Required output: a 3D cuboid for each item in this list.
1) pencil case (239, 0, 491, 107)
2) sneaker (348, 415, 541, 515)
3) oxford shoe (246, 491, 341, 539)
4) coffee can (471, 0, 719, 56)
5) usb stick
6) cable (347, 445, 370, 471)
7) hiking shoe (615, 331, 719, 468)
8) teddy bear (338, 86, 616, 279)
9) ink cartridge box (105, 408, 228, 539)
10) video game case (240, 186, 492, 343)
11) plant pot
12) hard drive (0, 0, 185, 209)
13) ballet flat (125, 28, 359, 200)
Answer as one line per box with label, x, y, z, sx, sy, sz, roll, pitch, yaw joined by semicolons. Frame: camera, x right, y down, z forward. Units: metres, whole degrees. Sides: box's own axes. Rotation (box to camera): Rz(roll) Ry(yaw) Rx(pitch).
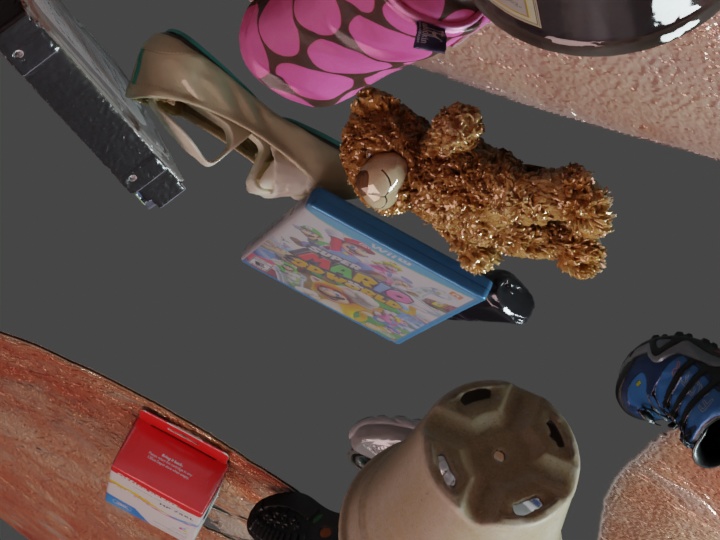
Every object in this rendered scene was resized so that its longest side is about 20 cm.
pencil case;0.006;-0.150;1.285;0.094;0.091;0.200;24;164;-21
sneaker;0.076;0.197;1.996;0.200;0.082;0.075;27;159;4
oxford shoe;-0.037;0.292;2.370;0.200;0.073;0.084;12;155;37
coffee can;0.097;-0.207;0.949;0.146;0.147;0.200;20;158;21
usb stick;0.049;0.017;1.685;0.200;0.033;0.055;3;154;48
cable;0.077;0.220;2.090;0.200;0.050;0.097;27;158;0
hiking shoe;0.238;0.095;1.553;0.074;0.087;0.200;37;158;-21
teddy bear;0.074;-0.049;1.454;0.200;0.067;0.145;28;157;-2
ink cartridge box;-0.216;0.230;2.453;0.116;0.067;0.200;27;159;2
video game case;0.000;0.000;1.617;0.143;0.018;0.200;29;162;-10
plant pot;0.097;0.190;1.840;0.200;0.201;0.184;27;148;3
hard drive;-0.203;-0.143;1.526;0.200;0.038;0.140;51;-174;-43
ballet flat;-0.079;-0.090;1.551;0.200;0.070;0.069;34;158;-16
